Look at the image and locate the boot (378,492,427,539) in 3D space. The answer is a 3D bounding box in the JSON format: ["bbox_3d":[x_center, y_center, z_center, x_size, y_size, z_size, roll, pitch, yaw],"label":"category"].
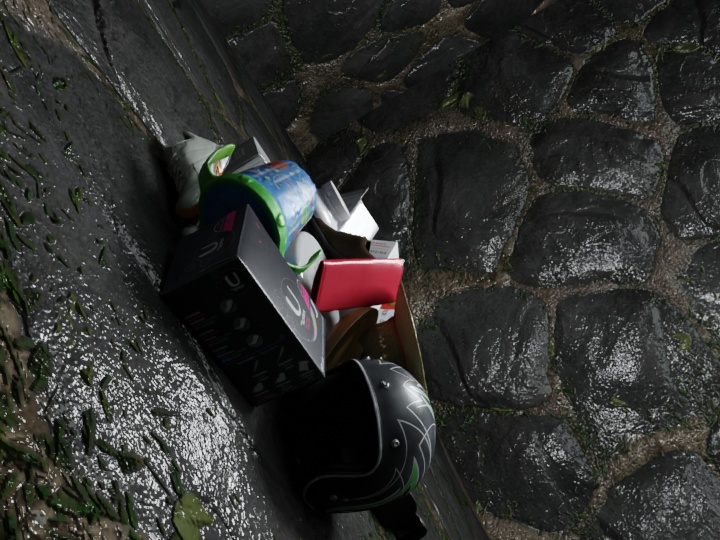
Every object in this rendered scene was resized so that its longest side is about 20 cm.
[{"bbox_3d":[0.053,0.396,1.163,0.175,0.068,0.201,-118,-176,-49],"label":"boot"}]

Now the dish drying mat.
[{"bbox_3d":[-0.002,0.019,0.938,0.018,0.078,0.199,24,16,36],"label":"dish drying mat"}]

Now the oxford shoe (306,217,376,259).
[{"bbox_3d":[-0.027,-0.033,1.055,0.200,0.084,0.073,47,-26,38],"label":"oxford shoe"}]

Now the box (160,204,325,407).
[{"bbox_3d":[-0.132,0.045,0.759,0.201,0.105,0.123,59,14,-31],"label":"box"}]

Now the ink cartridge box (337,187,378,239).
[{"bbox_3d":[-0.070,-0.080,1.330,0.084,0.198,0.176,56,48,-28],"label":"ink cartridge box"}]

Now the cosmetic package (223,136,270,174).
[{"bbox_3d":[-0.207,-0.160,1.288,0.201,0.106,0.091,55,5,-40],"label":"cosmetic package"}]

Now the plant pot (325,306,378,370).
[{"bbox_3d":[-0.040,0.135,0.951,0.027,0.201,0.200,33,-4,16],"label":"plant pot"}]

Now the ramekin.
[{"bbox_3d":[-0.104,0.038,0.960,0.200,0.096,0.203,-15,90,-78],"label":"ramekin"}]

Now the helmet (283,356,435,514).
[{"bbox_3d":[0.008,0.215,0.823,0.202,0.189,0.200,63,5,-10],"label":"helmet"}]

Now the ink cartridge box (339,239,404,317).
[{"bbox_3d":[0.000,0.000,1.129,0.201,0.113,0.069,-57,148,-51],"label":"ink cartridge box"}]

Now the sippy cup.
[{"bbox_3d":[-0.130,-0.086,0.851,0.130,0.138,0.180,-43,129,-49],"label":"sippy cup"}]

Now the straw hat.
[{"bbox_3d":[0.041,0.118,0.940,0.201,0.084,0.204,167,-90,-90],"label":"straw hat"}]

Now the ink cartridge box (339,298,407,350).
[{"bbox_3d":[-0.001,0.076,1.131,0.201,0.160,0.051,-69,158,-61],"label":"ink cartridge box"}]

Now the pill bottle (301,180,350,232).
[{"bbox_3d":[-0.122,-0.085,1.172,0.113,0.198,0.113,60,5,-8],"label":"pill bottle"}]

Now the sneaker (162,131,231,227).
[{"bbox_3d":[-0.256,-0.139,0.917,0.091,0.076,0.201,26,30,-17],"label":"sneaker"}]

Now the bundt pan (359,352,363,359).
[{"bbox_3d":[-0.003,0.210,1.135,0.202,0.075,0.205,4,90,-78],"label":"bundt pan"}]
